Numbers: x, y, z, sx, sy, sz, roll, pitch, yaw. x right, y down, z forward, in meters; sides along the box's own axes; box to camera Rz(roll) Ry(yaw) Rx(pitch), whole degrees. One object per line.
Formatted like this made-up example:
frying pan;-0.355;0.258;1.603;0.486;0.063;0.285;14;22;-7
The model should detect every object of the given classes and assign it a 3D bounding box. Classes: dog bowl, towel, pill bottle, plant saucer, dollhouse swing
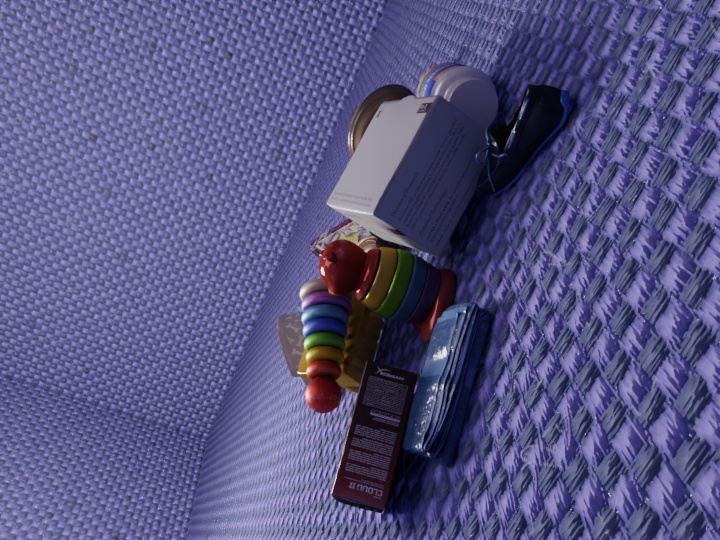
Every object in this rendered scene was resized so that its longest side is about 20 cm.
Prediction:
dog bowl;-0.111;0.178;1.512;0.200;0.058;0.201;-21;-90;-84
towel;0.105;0.141;0.904;0.112;0.048;0.201;150;139;-72
pill bottle;0.163;-0.286;1.182;0.200;0.111;0.113;-107;39;-71
plant saucer;0.060;-0.308;1.559;0.029;0.199;0.201;39;112;40
dollhouse swing;0.012;0.110;1.216;0.181;0.175;0.201;-11;57;50

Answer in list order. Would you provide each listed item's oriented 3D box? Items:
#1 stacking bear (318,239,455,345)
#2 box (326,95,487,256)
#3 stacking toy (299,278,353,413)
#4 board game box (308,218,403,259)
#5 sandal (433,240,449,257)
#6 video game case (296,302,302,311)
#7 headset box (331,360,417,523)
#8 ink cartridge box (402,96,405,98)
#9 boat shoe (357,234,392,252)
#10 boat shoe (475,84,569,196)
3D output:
stacking bear;0.031;0.017;1.064;0.121;0.199;0.114;-121;53;-75
box;0.075;-0.149;1.093;0.201;0.130;0.199;-61;24;-3
stacking toy;-0.053;0.116;1.076;0.085;0.085;0.201;129;146;-55
board game box;-0.013;-0.043;1.446;0.200;0.120;0.032;-26;32;54
sandal;0.129;-0.082;1.169;0.203;0.049;0.083;-97;13;-55
video game case;-0.052;0.050;1.551;0.143;0.018;0.200;-37;14;-18
headset box;0.016;0.243;0.973;0.149;0.074;0.201;90;-165;-69
ink cartridge box;0.105;-0.261;1.454;0.200;0.087;0.146;-105;37;-67
boat shoe;0.000;0.000;1.397;0.074;0.075;0.200;-58;7;-32
boat shoe;0.201;-0.181;0.949;0.200;0.068;0.085;121;164;-49
